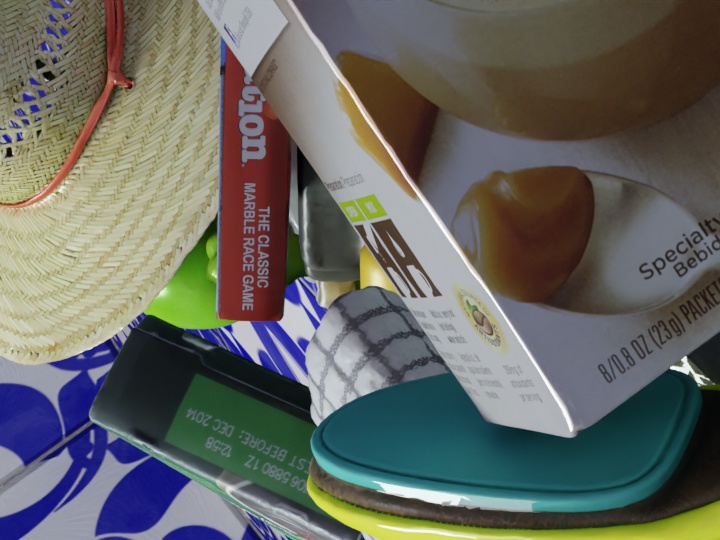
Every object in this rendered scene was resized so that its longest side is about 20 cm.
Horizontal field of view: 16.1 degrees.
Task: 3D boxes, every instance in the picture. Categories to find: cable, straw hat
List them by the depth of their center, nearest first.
[{"bbox_3d":[0.007,-0.055,0.728,0.200,0.050,0.097,92,178,-48],"label":"cable"},{"bbox_3d":[-0.122,-0.073,0.858,0.085,0.201,0.201,16,-159,-43],"label":"straw hat"}]

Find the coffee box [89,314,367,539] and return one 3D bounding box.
[{"bbox_3d":[0.011,0.086,0.872,0.123,0.044,0.200,23,171,35],"label":"coffee box"}]

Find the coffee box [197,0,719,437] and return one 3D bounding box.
[{"bbox_3d":[0.022,-0.081,0.509,0.200,0.114,0.080,55,172,-5],"label":"coffee box"}]

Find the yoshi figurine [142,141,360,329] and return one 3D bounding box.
[{"bbox_3d":[-0.009,0.013,0.869,0.200,0.112,0.112,40,128,22],"label":"yoshi figurine"}]

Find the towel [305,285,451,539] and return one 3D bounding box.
[{"bbox_3d":[0.077,0.097,0.710,0.166,0.086,0.200,45,166,41],"label":"towel"}]

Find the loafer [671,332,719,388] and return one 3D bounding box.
[{"bbox_3d":[0.082,-0.005,0.605,0.200,0.075,0.070,53,167,5],"label":"loafer"}]

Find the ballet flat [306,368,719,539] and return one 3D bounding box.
[{"bbox_3d":[0.081,0.052,0.539,0.067,0.200,0.067,-48,-57,-54],"label":"ballet flat"}]

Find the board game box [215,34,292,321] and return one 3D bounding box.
[{"bbox_3d":[-0.027,-0.062,0.708,0.200,0.019,0.103,-94,5,-75],"label":"board game box"}]
